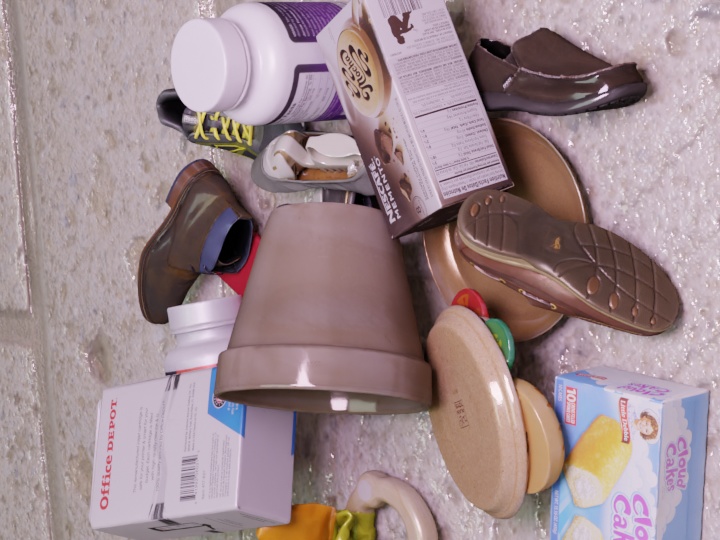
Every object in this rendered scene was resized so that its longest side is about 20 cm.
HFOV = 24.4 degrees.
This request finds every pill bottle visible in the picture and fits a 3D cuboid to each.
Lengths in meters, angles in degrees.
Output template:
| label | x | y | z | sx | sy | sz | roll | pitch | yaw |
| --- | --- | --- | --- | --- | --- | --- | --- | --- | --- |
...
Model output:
| label | x | y | z | sx | sy | sz | roll | pitch | yaw |
| --- | --- | --- | --- | --- | --- | --- | --- | --- | --- |
| pill bottle | -0.073 | -0.194 | 1.554 | 0.111 | 0.199 | 0.112 | 9 | 103 | 46 |
| pill bottle | -0.148 | 0.132 | 1.767 | 0.111 | 0.111 | 0.202 | -12 | 88 | 48 |

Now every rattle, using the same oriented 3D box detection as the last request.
| label | x | y | z | sx | sy | sz | roll | pitch | yaw |
| --- | --- | --- | --- | --- | --- | --- | --- | --- | --- |
| rattle | 0.020 | 0.284 | 1.596 | 0.131 | 0.142 | 0.200 | -54 | 50 | 15 |

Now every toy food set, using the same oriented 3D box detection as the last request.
| label | x | y | z | sx | sy | sz | roll | pitch | yaw |
| --- | --- | --- | --- | --- | --- | --- | --- | --- | --- |
| toy food set | 0.110 | 0.121 | 1.475 | 0.200 | 0.048 | 0.199 | 111 | 142 | -61 |

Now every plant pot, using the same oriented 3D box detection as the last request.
| label | x | y | z | sx | sy | sz | roll | pitch | yaw |
| --- | --- | --- | --- | --- | --- | --- | --- | --- | --- |
| plant pot | -0.031 | 0.035 | 1.509 | 0.199 | 0.199 | 0.175 | -9 | 75 | 48 |
| plant pot | 0.134 | -0.037 | 1.495 | 0.199 | 0.027 | 0.202 | 11 | 106 | 46 |

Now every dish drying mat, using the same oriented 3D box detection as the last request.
| label | x | y | z | sx | sy | sz | roll | pitch | yaw |
| --- | --- | --- | --- | --- | --- | --- | --- | --- | --- |
| dish drying mat | -0.117 | -0.004 | 1.780 | 0.200 | 0.018 | 0.077 | 41 | 123 | 35 |

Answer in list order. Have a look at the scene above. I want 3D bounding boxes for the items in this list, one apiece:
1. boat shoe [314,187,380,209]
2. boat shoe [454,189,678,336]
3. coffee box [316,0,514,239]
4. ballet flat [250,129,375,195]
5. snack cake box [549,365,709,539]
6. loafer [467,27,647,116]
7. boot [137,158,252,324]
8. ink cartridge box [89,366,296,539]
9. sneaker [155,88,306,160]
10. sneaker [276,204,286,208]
| label | x | y | z | sx | sy | sz | roll | pitch | yaw |
| --- | --- | --- | --- | --- | --- | --- | --- | --- | --- |
| boat shoe | 0.000 | 0.000 | 1.613 | 0.060 | 0.071 | 0.203 | -13 | 85 | 51 |
| boat shoe | 0.171 | 0.000 | 1.398 | 0.199 | 0.072 | 0.068 | 26 | 152 | 7 |
| coffee box | 0.046 | -0.142 | 1.460 | 0.113 | 0.079 | 0.201 | -29 | 80 | 65 |
| ballet flat | -0.044 | -0.111 | 1.589 | 0.199 | 0.064 | 0.068 | 6 | 69 | 42 |
| snack cake box | 0.225 | 0.191 | 1.404 | 0.115 | 0.067 | 0.202 | 12 | 105 | 47 |
| loafer | 0.155 | -0.170 | 1.412 | 0.199 | 0.073 | 0.072 | 7 | 104 | 47 |
| boot | -0.178 | -0.009 | 1.777 | 0.097 | 0.074 | 0.201 | 42 | 123 | 38 |
| ink cartridge box | -0.166 | 0.182 | 1.641 | 0.199 | 0.084 | 0.147 | -12 | 66 | 36 |
| sneaker | -0.137 | -0.148 | 1.728 | 0.199 | 0.084 | 0.075 | 20 | 111 | 44 |
| sneaker | -0.070 | 0.036 | 1.663 | 0.084 | 0.074 | 0.202 | -13 | 87 | 19 |
